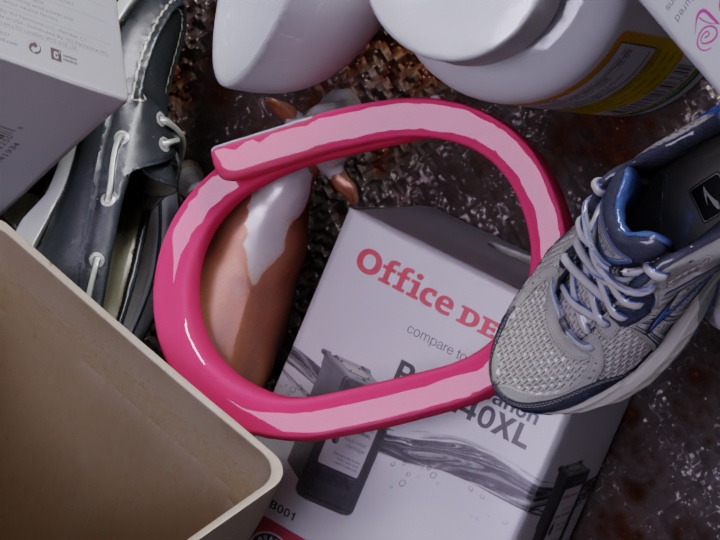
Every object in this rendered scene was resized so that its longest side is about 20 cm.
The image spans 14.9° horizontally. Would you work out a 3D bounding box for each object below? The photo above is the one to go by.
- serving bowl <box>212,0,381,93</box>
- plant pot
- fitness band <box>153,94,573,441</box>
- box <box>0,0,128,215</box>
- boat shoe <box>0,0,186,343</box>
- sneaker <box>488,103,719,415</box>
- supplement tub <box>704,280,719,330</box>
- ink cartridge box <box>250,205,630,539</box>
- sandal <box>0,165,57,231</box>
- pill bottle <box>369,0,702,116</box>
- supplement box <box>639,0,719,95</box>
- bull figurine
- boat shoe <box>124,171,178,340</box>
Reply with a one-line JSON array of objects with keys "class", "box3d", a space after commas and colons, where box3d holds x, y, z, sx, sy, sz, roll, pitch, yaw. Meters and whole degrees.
[{"class": "serving bowl", "box3d": [-0.005, -0.172, 1.280, 0.066, 0.200, 0.200, 16, 100, -14]}, {"class": "plant pot", "box3d": [-0.183, 0.133, 1.242, 0.200, 0.200, 0.177, 39, 141, 21]}, {"class": "fitness band", "box3d": [0.000, 0.000, 1.239, 0.200, 0.037, 0.144, -14, 85, 16]}, {"class": "box", "box3d": [-0.194, -0.142, 1.324, 0.124, 0.097, 0.200, -38, 48, 37]}, {"class": "boat shoe", "box3d": [-0.117, -0.046, 1.343, 0.060, 0.076, 0.200, 16, 80, 16]}, {"class": "sneaker", "box3d": [0.114, -0.013, 1.129, 0.200, 0.085, 0.077, -45, 65, 26]}, {"class": "supplement tub", "box3d": [0.227, -0.059, 1.178, 0.122, 0.122, 0.200, 18, 99, 25]}, {"class": "ink cartridge box", "box3d": [0.032, 0.085, 1.299, 0.145, 0.083, 0.200, 27, 102, 23]}, {"class": "sandal", "box3d": [-0.195, -0.086, 1.420, 0.082, 0.055, 0.200, -40, 56, 13]}, {"class": "pill bottle", "box3d": [0.081, -0.127, 1.206, 0.113, 0.200, 0.113, 1, 91, 27]}, {"class": "supplement box", "box3d": [0.153, -0.154, 1.083, 0.101, 0.103, 0.200, -55, 50, 28]}, {"class": "bull figurine", "box3d": [-0.061, 0.001, 1.323, 0.065, 0.121, 0.200, 22, 85, -19]}, {"class": "boat shoe", "box3d": [-0.159, 0.023, 1.391, 0.075, 0.086, 0.202, 26, 99, 23]}]
